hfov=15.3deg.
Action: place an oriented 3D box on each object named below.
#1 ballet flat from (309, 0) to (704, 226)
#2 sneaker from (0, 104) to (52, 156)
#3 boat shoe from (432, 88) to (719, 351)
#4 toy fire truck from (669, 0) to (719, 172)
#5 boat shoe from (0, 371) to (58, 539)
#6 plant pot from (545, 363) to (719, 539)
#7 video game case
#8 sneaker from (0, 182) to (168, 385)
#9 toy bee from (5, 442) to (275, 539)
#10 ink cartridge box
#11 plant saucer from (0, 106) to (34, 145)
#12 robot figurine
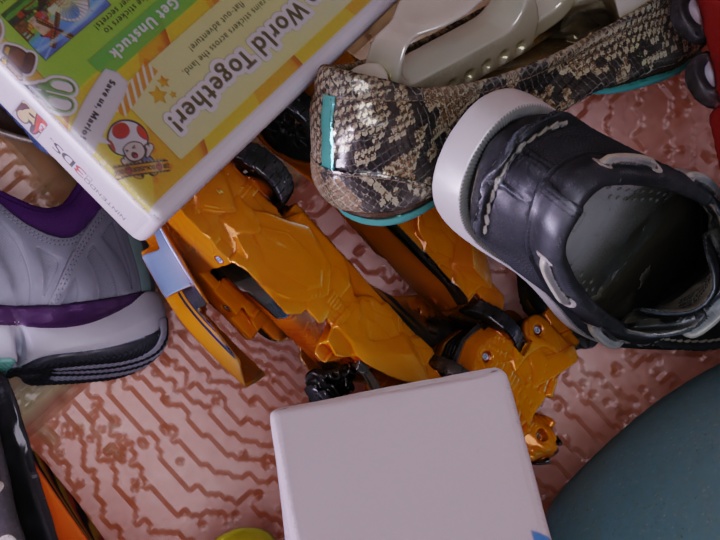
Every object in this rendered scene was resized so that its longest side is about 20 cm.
[{"bbox_3d":[0.058,-0.083,0.946,0.200,0.068,0.075,-29,125,-38],"label":"ballet flat"},{"bbox_3d":[-0.158,-0.120,0.949,0.077,0.076,0.200,-34,94,19],"label":"sneaker"},{"bbox_3d":[0.099,-0.003,0.943,0.060,0.200,0.076,34,100,37],"label":"boat shoe"},{"bbox_3d":[0.182,-0.077,0.954,0.141,0.049,0.200,3,66,-33],"label":"toy fire truck"},{"bbox_3d":[-0.105,0.118,0.909,0.066,0.070,0.200,-32,60,2],"label":"boat shoe"},{"bbox_3d":[0.139,0.120,0.955,0.134,0.200,0.201,-8,92,18],"label":"plant pot"},{"bbox_3d":[-0.076,-0.134,0.920,0.182,0.023,0.200,46,54,-2],"label":"video game case"},{"bbox_3d":[-0.173,0.002,0.980,0.200,0.074,0.088,-4,79,-15],"label":"sneaker"},{"bbox_3d":[-0.082,0.161,0.979,0.131,0.109,0.200,-16,68,5],"label":"toy bee"},{"bbox_3d":[0.026,0.154,0.908,0.084,0.200,0.145,-10,50,-4],"label":"ink cartridge box"},{"bbox_3d":[-0.099,-0.144,0.995,0.200,0.032,0.201,0,92,-6],"label":"plant saucer"},{"bbox_3d":[0.000,0.000,0.967,0.200,0.058,0.145,48,59,-19],"label":"robot figurine"}]
